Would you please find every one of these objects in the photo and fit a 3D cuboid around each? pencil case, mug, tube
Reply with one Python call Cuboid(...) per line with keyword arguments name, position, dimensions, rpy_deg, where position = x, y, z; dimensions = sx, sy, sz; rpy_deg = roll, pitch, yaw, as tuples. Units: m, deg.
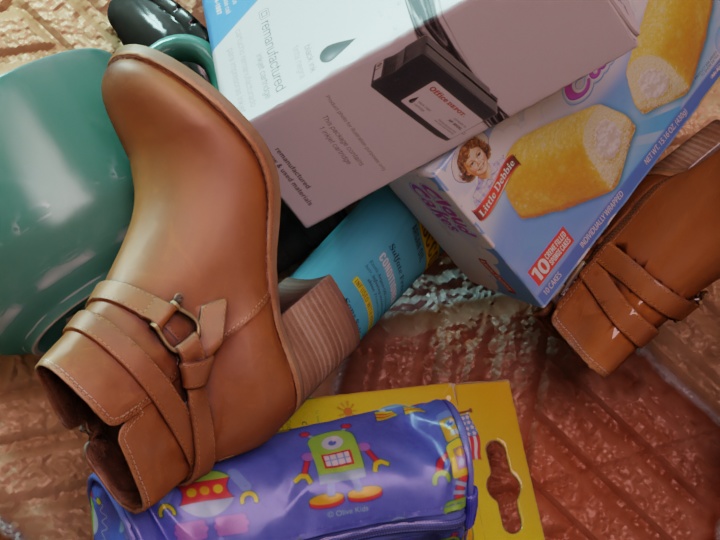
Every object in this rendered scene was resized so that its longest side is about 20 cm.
Cuboid(name="pencil case", position=(-0.037, 0.121, 1.293), dimensions=(0.200, 0.078, 0.087), rpy_deg=(-11, 40, -16))
Cuboid(name="mug", position=(-0.153, -0.034, 1.340), dimensions=(0.114, 0.185, 0.152), rpy_deg=(57, 31, 11))
Cuboid(name="tube", position=(0.000, 0.000, 1.385), dimensions=(0.050, 0.077, 0.200), rpy_deg=(22, 53, 28))

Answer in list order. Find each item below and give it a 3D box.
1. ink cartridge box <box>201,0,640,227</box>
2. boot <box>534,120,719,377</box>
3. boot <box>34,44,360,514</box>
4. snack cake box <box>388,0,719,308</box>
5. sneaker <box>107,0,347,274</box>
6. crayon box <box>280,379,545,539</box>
Cuboid(name="ink cartridge box", position=(0.027, -0.136, 1.327), dimensions=(0.200, 0.084, 0.145), rpy_deg=(-28, 41, 13))
Cuboid(name="boot", position=(0.175, -0.005, 1.374), dimensions=(0.155, 0.200, 0.074), rpy_deg=(-45, 99, -4))
Cuboid(name="boot", position=(-0.102, 0.003, 1.244), dimensions=(0.155, 0.074, 0.200), rpy_deg=(-37, 96, -31))
Cuboid(name="snack cake box", position=(0.107, -0.096, 1.383), dimensions=(0.200, 0.067, 0.115), rpy_deg=(-52, 128, -14))
Cuboid(name="sneaker", position=(-0.093, -0.075, 1.430), dimensions=(0.091, 0.076, 0.200), rpy_deg=(-38, 65, 2))
Cuboid(name="crayon box", position=(-0.007, 0.132, 1.367), dimensions=(0.200, 0.051, 0.127), rpy_deg=(-5, 67, -13))
